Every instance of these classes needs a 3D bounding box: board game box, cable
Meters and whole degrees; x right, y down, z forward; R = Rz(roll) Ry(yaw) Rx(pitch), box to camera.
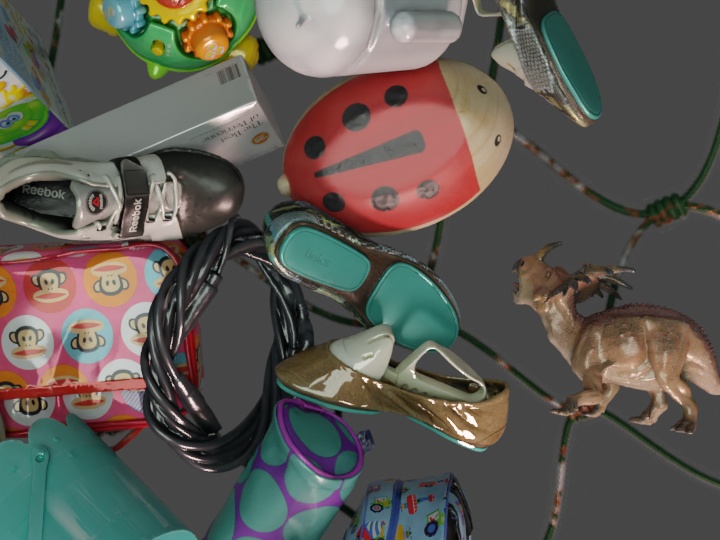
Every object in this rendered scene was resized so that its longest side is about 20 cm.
[{"bbox_3d":[-0.313,-0.159,1.547,0.102,0.200,0.106,-26,68,5],"label":"board game box"},{"bbox_3d":[-0.107,0.055,1.601,0.162,0.051,0.202,-10,102,-36],"label":"cable"}]

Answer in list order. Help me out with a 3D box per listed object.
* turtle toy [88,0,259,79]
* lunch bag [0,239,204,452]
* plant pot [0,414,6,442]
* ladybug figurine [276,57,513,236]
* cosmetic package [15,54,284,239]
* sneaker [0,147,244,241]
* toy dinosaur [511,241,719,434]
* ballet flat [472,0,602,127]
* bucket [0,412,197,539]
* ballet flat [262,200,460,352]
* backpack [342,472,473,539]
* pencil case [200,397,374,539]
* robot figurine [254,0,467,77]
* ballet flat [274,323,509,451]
[{"bbox_3d":[-0.134,-0.248,1.591,0.145,0.101,0.202,18,96,1],"label":"turtle toy"},{"bbox_3d":[-0.227,0.065,1.639,0.198,0.082,0.178,-5,99,4],"label":"lunch bag"},{"bbox_3d":[-0.388,0.141,1.581,0.198,0.187,0.189,6,95,12],"label":"plant pot"},{"bbox_3d":[0.027,-0.097,1.610,0.199,0.072,0.137,-22,94,5],"label":"ladybug figurine"},{"bbox_3d":[-0.167,-0.096,1.611,0.199,0.083,0.051,-23,65,5],"label":"cosmetic package"},{"bbox_3d":[-0.187,-0.051,1.533,0.198,0.089,0.075,-2,105,-2],"label":"sneaker"},{"bbox_3d":[0.218,0.054,1.611,0.198,0.086,0.137,9,89,-3],"label":"toy dinosaur"},{"bbox_3d":[0.129,-0.202,1.606,0.072,0.072,0.202,-22,93,5],"label":"ballet flat"},{"bbox_3d":[-0.232,0.230,1.556,0.134,0.207,0.208,37,96,22],"label":"bucket"},{"bbox_3d":[0.000,0.000,1.614,0.199,0.074,0.074,35,97,-34],"label":"ballet flat"},{"bbox_3d":[0.019,0.256,1.585,0.133,0.183,0.202,9,100,5],"label":"backpack"},{"bbox_3d":[-0.071,0.193,1.591,0.084,0.093,0.201,20,124,-19],"label":"pencil case"},{"bbox_3d":[-0.001,-0.208,1.542,0.169,0.199,0.114,23,114,38],"label":"robot figurine"},{"bbox_3d":[0.033,0.085,1.606,0.198,0.068,0.073,19,113,-14],"label":"ballet flat"}]
